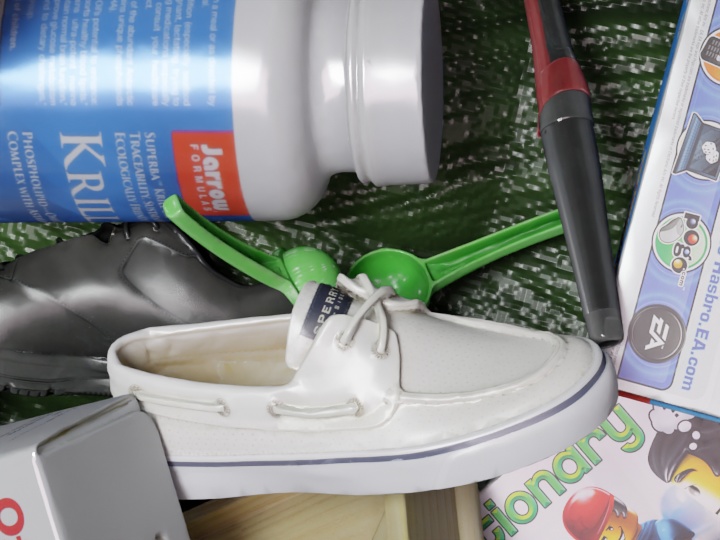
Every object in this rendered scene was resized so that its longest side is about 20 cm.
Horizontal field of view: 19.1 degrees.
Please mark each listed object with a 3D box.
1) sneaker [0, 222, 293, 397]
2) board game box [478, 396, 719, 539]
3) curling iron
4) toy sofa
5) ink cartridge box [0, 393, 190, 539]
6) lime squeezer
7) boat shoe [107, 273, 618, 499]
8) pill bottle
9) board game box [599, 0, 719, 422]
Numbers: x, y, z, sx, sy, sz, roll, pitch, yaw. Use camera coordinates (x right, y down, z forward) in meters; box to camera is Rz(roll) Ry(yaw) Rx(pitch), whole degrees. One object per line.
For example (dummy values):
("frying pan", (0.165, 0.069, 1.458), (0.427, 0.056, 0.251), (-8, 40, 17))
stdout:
("sneaker", (-0.108, 0.012, 0.898), (0.198, 0.076, 0.092), (11, 95, -3))
("board game box", (0.091, 0.137, 0.903), (0.200, 0.035, 0.126), (-42, 91, 13))
("curling iron", (0.069, -0.063, 0.837), (0.049, 0.026, 0.202), (-16, 71, 1))
("toy sofa", (-0.040, 0.140, 0.885), (0.199, 0.083, 0.098), (-26, 132, 20))
("ink cartridge box", (-0.162, 0.144, 0.815), (0.198, 0.084, 0.147), (-16, 93, 23))
("lime squeezer", (0.000, 0.000, 0.852), (0.071, 0.198, 0.038), (-38, 59, 50))
("boat shoe", (-0.004, 0.037, 0.805), (0.198, 0.071, 0.070), (-6, 118, 23))
("pill bottle", (-0.069, -0.075, 0.849), (0.198, 0.112, 0.113), (0, 100, 9))
("board game box", (0.205, -0.026, 0.830), (0.194, 0.056, 0.202), (16, 91, 5))
